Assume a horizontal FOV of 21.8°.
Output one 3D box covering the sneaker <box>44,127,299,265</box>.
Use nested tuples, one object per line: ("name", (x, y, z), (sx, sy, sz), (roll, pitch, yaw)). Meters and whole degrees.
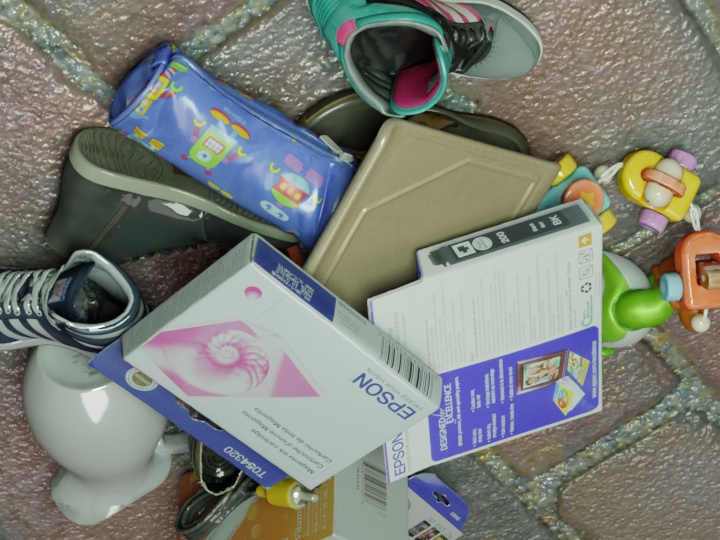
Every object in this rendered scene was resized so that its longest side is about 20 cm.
("sneaker", (-0.146, -0.041, 1.490), (0.200, 0.075, 0.106), (17, 131, -15))

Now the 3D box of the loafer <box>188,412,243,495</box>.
("loafer", (-0.090, 0.110, 1.543), (0.075, 0.070, 0.200), (11, 128, -13))

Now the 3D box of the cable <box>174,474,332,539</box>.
("cable", (-0.093, 0.173, 1.608), (0.200, 0.097, 0.050), (-18, 140, 40))

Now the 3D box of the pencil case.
("pencil case", (-0.090, -0.096, 1.416), (0.200, 0.078, 0.087), (31, 121, -19))

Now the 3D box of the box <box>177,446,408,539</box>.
("box", (-0.062, 0.222, 1.661), (0.200, 0.125, 0.097), (-27, 139, 35))

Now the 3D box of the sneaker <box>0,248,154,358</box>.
("sneaker", (-0.253, 0.022, 1.466), (0.199, 0.070, 0.109), (10, 161, 10))

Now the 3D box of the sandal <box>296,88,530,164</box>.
("sandal", (0.043, -0.092, 1.489), (0.200, 0.055, 0.082), (11, 128, -18))

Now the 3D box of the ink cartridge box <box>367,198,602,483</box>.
("ink cartridge box", (0.097, 0.058, 1.483), (0.200, 0.043, 0.198), (-18, 130, -15))

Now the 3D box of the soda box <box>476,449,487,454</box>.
("soda box", (0.041, 0.115, 1.589), (0.064, 0.068, 0.200), (-2, 169, 29))

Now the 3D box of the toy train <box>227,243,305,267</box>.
("toy train", (0.000, 0.000, 1.537), (0.199, 0.056, 0.151), (-16, 112, -2))

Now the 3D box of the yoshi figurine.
("yoshi figurine", (0.206, 0.065, 1.634), (0.200, 0.112, 0.112), (-20, 141, 7))

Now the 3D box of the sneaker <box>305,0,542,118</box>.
("sneaker", (0.058, -0.161, 1.387), (0.200, 0.121, 0.084), (13, 127, -23))

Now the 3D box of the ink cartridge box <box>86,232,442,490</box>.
("ink cartridge box", (-0.075, 0.087, 1.418), (0.196, 0.043, 0.200), (37, 124, -25))

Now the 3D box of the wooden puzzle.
("wooden puzzle", (0.043, -0.026, 1.445), (0.200, 0.037, 0.185), (9, 120, -42))

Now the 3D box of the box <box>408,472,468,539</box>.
("box", (0.003, 0.251, 1.802), (0.200, 0.042, 0.119), (-34, 130, 15))

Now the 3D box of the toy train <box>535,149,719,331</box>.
("toy train", (0.224, -0.025, 1.531), (0.199, 0.056, 0.151), (1, 89, -11))

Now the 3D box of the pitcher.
("pitcher", (-0.197, 0.115, 1.594), (0.171, 0.121, 0.200), (-24, 146, -16))
